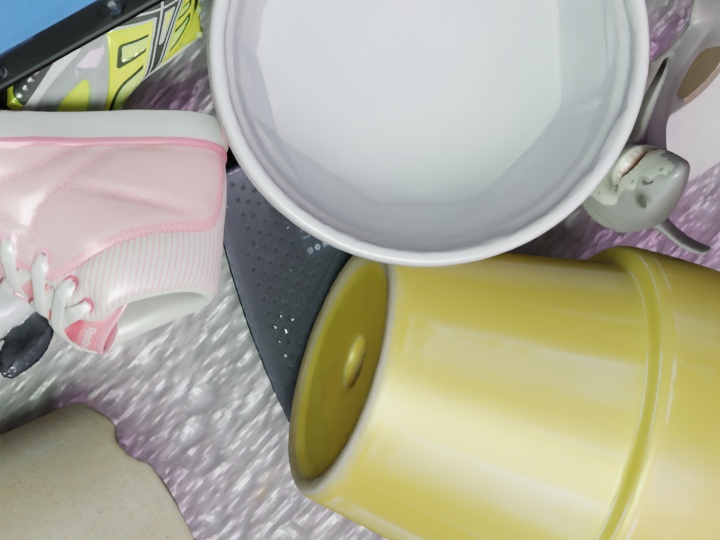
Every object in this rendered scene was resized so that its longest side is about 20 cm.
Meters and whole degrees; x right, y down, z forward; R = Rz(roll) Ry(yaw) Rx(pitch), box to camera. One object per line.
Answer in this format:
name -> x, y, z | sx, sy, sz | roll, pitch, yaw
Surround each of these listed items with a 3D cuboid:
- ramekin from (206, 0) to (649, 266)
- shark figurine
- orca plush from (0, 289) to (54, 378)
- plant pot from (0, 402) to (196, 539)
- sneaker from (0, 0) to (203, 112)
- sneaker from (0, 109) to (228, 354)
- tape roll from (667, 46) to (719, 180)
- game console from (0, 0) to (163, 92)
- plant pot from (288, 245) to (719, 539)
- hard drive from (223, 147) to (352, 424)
ramekin -> 0.027, -0.102, 1.224 | 0.200, 0.105, 0.201 | 0, 91, -5
shark figurine -> 0.153, -0.056, 1.295 | 0.089, 0.215, 0.128 | 44, 129, -10
orca plush -> -0.204, 0.034, 1.244 | 0.105, 0.071, 0.200 | 30, 69, 2
plant pot -> -0.179, 0.165, 1.276 | 0.183, 0.200, 0.201 | -31, 127, -22
sneaker -> -0.100, -0.144, 1.207 | 0.076, 0.075, 0.200 | 21, 117, -41
sneaker -> -0.156, -0.014, 1.189 | 0.200, 0.075, 0.105 | -3, 74, -8
tape roll -> 0.141, -0.132, 1.348 | 0.202, 0.037, 0.203 | -12, 121, -21
game console -> -0.150, -0.187, 1.073 | 0.200, 0.117, 0.176 | -28, 143, 13
plant pot -> 0.075, 0.071, 1.290 | 0.189, 0.201, 0.201 | 18, 108, -17
hard drive -> 0.000, 0.000, 1.347 | 0.135, 0.042, 0.200 | -27, 126, -11
